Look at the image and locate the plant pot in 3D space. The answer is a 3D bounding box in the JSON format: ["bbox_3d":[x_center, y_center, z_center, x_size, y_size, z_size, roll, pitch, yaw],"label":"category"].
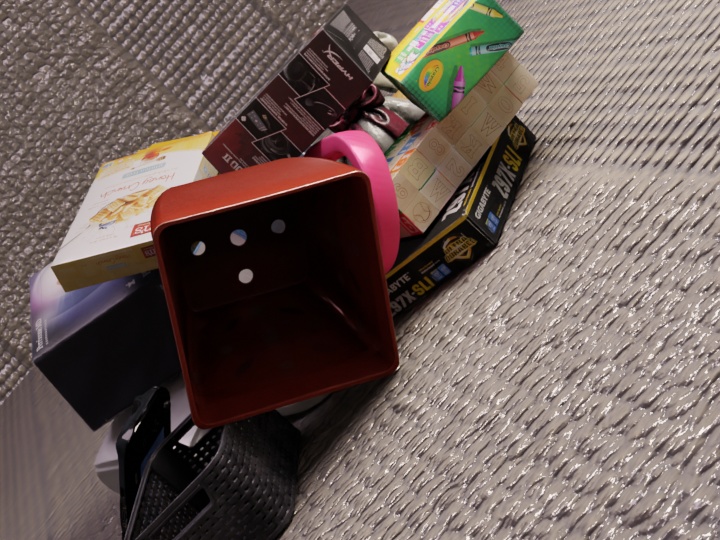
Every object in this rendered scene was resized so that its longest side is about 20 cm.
[{"bbox_3d":[-0.095,-0.002,1.460,0.197,0.202,0.176,-15,24,-12],"label":"plant pot"}]

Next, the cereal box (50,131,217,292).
[{"bbox_3d":[-0.230,-0.063,1.639,0.142,0.040,0.201,-15,31,18],"label":"cereal box"}]

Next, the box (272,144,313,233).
[{"bbox_3d":[-0.092,-0.051,1.979,0.199,0.123,0.200,-50,15,-2],"label":"box"}]

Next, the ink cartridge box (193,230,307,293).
[{"bbox_3d":[-0.108,-0.003,1.679,0.068,0.114,0.200,-58,-2,6],"label":"ink cartridge box"}]

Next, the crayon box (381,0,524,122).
[{"bbox_3d":[0.086,-0.218,1.558,0.119,0.058,0.200,-47,12,5],"label":"crayon box"}]

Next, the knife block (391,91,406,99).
[{"bbox_3d":[0.090,-0.221,2.006,0.176,0.064,0.200,-55,14,-21],"label":"knife block"}]

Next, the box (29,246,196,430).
[{"bbox_3d":[-0.261,0.039,1.762,0.197,0.124,0.200,-35,29,5],"label":"box"}]

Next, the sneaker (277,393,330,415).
[{"bbox_3d":[-0.094,0.100,1.604,0.199,0.085,0.075,-25,22,33],"label":"sneaker"}]

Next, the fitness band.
[{"bbox_3d":[-0.016,-0.059,1.533,0.037,0.146,0.200,-11,-2,-22],"label":"fitness band"}]

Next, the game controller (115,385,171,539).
[{"bbox_3d":[-0.219,0.218,1.605,0.105,0.042,0.202,-77,-8,-54],"label":"game controller"}]

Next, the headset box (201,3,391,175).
[{"bbox_3d":[-0.069,-0.165,1.591,0.200,0.077,0.149,-42,8,20],"label":"headset box"}]

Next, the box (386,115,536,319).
[{"bbox_3d":[0.090,-0.058,1.580,0.159,0.049,0.201,-36,18,38],"label":"box"}]

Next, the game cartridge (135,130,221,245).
[{"bbox_3d":[-0.209,-0.087,1.735,0.174,0.033,0.201,-8,32,28],"label":"game cartridge"}]

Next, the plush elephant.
[{"bbox_3d":[0.000,-0.175,1.729,0.164,0.156,0.200,-35,18,-4],"label":"plush elephant"}]

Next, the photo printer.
[{"bbox_3d":[-0.195,0.149,1.752,0.165,0.070,0.201,-13,41,37],"label":"photo printer"}]

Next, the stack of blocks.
[{"bbox_3d":[0.080,-0.126,1.569,0.201,0.059,0.115,-51,13,-15],"label":"stack of blocks"}]

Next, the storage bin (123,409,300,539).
[{"bbox_3d":[-0.135,0.203,1.471,0.135,0.094,0.200,-45,13,14],"label":"storage bin"}]
